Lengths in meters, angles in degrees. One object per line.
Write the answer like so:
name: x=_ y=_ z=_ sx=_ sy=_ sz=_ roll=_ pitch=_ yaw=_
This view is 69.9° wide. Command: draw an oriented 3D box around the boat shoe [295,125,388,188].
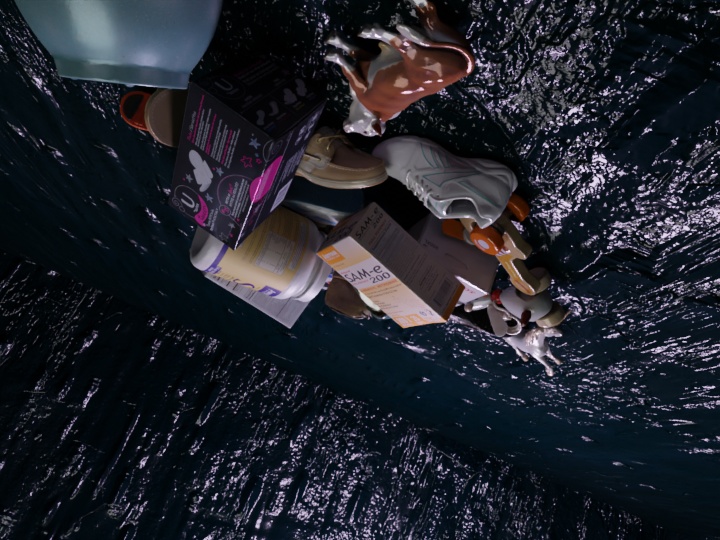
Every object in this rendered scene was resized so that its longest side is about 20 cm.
boat shoe: x=-0.052 y=-0.164 z=0.712 sx=0.200 sy=0.074 sz=0.069 roll=19 pitch=127 yaw=30

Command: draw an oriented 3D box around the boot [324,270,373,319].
boot: x=0.025 y=0.067 z=0.967 sx=0.199 sy=0.076 sz=0.074 roll=18 pitch=160 yaw=22

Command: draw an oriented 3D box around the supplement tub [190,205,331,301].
supplement tub: x=-0.157 y=-0.039 z=0.843 sx=0.200 sy=0.146 sz=0.145 roll=24 pitch=160 yaw=-28

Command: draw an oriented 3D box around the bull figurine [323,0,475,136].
bull figurine: x=0.028 y=-0.212 z=0.551 sx=0.121 sy=0.065 sz=0.200 roll=32 pitch=156 yaw=-29

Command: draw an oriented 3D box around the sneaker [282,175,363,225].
sneaker: x=-0.092 y=-0.122 z=0.861 sx=0.199 sy=0.077 sz=0.081 roll=22 pitch=159 yaw=8

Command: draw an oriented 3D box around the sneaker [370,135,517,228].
sneaker: x=0.099 y=-0.119 z=0.679 sx=0.200 sy=0.080 sz=0.070 roll=20 pitch=160 yaw=18

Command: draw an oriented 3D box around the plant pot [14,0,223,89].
plant pot: x=-0.228 y=-0.248 z=0.494 sx=0.200 sy=0.135 sz=0.200 roll=5 pitch=-162 yaw=-2

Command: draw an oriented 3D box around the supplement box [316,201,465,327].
supplement box: x=0.045 y=-0.001 z=0.800 sx=0.200 sy=0.074 sz=0.126 roll=41 pitch=155 yaw=-15

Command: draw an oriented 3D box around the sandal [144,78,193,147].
sandal: x=-0.226 y=-0.211 z=0.658 sx=0.069 sy=0.212 sz=0.078 roll=24 pitch=116 yaw=11

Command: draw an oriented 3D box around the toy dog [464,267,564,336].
toy dog: x=0.253 y=0.066 z=0.896 sx=0.132 sy=0.096 sz=0.200 roll=48 pitch=149 yaw=2

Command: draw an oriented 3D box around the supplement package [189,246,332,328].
supplement package: x=-0.200 y=-0.022 z=1.020 sx=0.200 sy=0.147 sz=0.191 roll=37 pitch=177 yaw=-31

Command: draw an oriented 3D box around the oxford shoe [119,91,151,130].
oxford shoe: x=-0.273 y=-0.230 z=0.828 sx=0.199 sy=0.071 sz=0.073 roll=23 pitch=-173 yaw=-9

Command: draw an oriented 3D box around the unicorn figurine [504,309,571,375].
unicorn figurine: x=0.349 y=0.144 z=1.036 sx=0.137 sy=0.074 sz=0.200 roll=47 pitch=155 yaw=-26

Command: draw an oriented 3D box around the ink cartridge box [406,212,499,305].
ink cartridge box: x=0.127 y=-0.004 z=0.903 sx=0.144 sy=0.084 sz=0.200 roll=29 pitch=158 yaw=-10

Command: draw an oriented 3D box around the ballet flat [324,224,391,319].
ballet flat: x=0.000 y=0.000 z=0.887 sx=0.200 sy=0.074 sz=0.074 roll=51 pitch=155 yaw=-1

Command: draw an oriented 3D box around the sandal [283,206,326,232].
sandal: x=-0.092 y=-0.086 z=0.968 sx=0.200 sy=0.054 sz=0.080 roll=1 pitch=150 yaw=43

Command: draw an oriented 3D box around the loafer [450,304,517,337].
loafer: x=0.220 y=0.077 z=1.039 sx=0.199 sy=0.073 sz=0.071 roll=23 pitch=172 yaw=7

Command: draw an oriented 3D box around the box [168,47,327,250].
box: x=-0.147 y=-0.150 z=0.653 sx=0.115 sy=0.132 sz=0.200 roll=35 pitch=137 yaw=-1

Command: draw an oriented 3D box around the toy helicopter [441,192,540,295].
toy helicopter: x=0.206 y=-0.031 z=0.773 sx=0.200 sy=0.079 sz=0.132 roll=47 pitch=165 yaw=-31

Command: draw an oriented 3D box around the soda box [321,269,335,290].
soda box: x=-0.050 y=-0.013 z=1.072 sx=0.063 sy=0.071 sz=0.200 roll=31 pitch=156 yaw=-22
